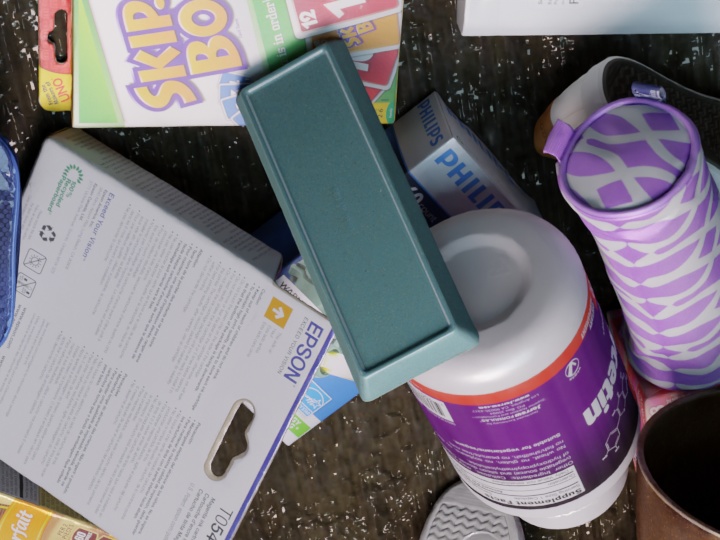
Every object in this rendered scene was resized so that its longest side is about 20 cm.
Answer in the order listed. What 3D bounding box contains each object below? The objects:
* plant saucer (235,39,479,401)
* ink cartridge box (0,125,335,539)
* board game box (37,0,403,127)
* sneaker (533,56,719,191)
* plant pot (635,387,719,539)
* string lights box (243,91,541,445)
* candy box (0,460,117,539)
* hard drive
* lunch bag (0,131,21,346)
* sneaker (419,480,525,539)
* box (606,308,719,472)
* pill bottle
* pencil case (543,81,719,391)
[{"bbox_3d":[-0.006,-0.032,1.263,0.070,0.200,0.019,-28,153,9],"label":"plant saucer"},{"bbox_3d":[-0.125,0.051,1.348,0.200,0.043,0.197,32,115,10],"label":"ink cartridge box"},{"bbox_3d":[-0.077,-0.126,1.314,0.199,0.030,0.096,0,122,-7],"label":"board game box"},{"bbox_3d":[0.186,-0.059,1.386,0.200,0.073,0.085,27,142,-28],"label":"sneaker"},{"bbox_3d":[0.235,0.197,1.342,0.186,0.187,0.200,0,117,-10],"label":"plant pot"},{"bbox_3d":[0.000,0.000,1.383,0.200,0.059,0.103,-37,121,14],"label":"string lights box"},{"bbox_3d":[-0.226,0.169,1.451,0.200,0.055,0.116,22,116,-23],"label":"candy box"},{"bbox_3d":[0.157,-0.193,1.310,0.200,0.026,0.132,-2,122,-9],"label":"hard drive"},{"bbox_3d":[-0.283,-0.026,1.275,0.200,0.132,0.136,5,99,-14],"label":"lunch bag"},{"bbox_3d":[0.088,0.237,1.513,0.074,0.201,0.118,-10,162,18],"label":"sneaker"},{"bbox_3d":[0.221,0.119,1.469,0.094,0.103,0.200,-15,123,-1],"label":"box"},{"bbox_3d":[0.091,0.063,1.332,0.112,0.113,0.200,-23,141,5],"label":"pill bottle"},{"bbox_3d":[0.163,-0.011,1.320,0.085,0.084,0.200,7,148,26],"label":"pencil case"}]
